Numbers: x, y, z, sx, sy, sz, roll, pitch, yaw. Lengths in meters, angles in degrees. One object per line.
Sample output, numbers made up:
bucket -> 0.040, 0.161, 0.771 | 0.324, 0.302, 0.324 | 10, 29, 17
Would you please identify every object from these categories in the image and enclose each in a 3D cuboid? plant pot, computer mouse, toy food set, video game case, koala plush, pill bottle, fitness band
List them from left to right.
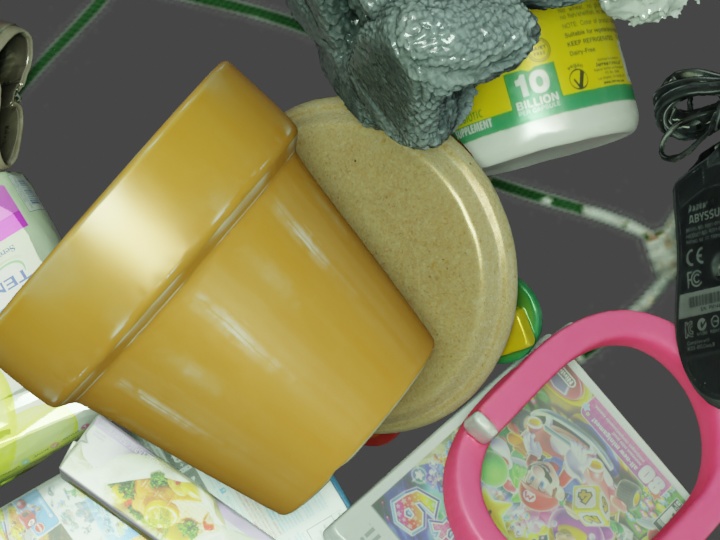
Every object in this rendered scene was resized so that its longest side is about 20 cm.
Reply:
video game case -> -0.104, 0.159, 1.348 | 0.200, 0.018, 0.143 | -30, 83, -9
plant pot -> -0.068, 0.023, 1.283 | 0.183, 0.200, 0.200 | 41, 88, -4
toy food set -> 0.000, 0.000, 1.367 | 0.200, 0.049, 0.198 | -19, 93, 29
koala plush -> 0.069, -0.171, 1.259 | 0.200, 0.184, 0.177 | -32, 71, -11
pill bottle -> 0.080, -0.161, 1.376 | 0.113, 0.113, 0.200 | -14, 88, 0
video game case -> 0.090, 0.142, 1.354 | 0.143, 0.018, 0.200 | 50, 54, 2
fitness band -> 0.135, 0.107, 1.357 | 0.144, 0.037, 0.200 | 48, 57, 3
computer mouse -> 0.225, -0.019, 1.370 | 0.053, 0.138, 0.200 | 7, 81, -36

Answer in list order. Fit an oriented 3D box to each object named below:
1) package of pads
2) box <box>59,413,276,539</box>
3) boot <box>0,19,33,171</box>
package of pads -> -0.241, 0.057, 1.390 | 0.200, 0.068, 0.155 | -32, 87, -1
box -> -0.074, 0.152, 1.321 | 0.200, 0.041, 0.039 | 35, 79, 3
boot -> -0.267, -0.066, 1.373 | 0.146, 0.070, 0.200 | 1, 66, 16
